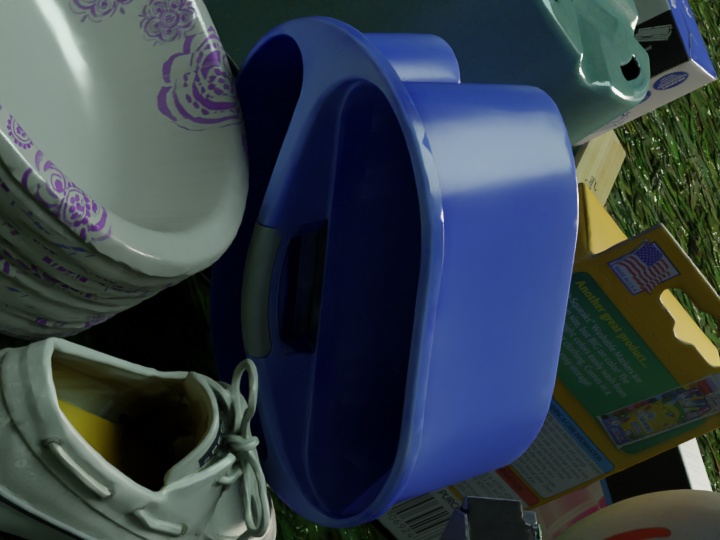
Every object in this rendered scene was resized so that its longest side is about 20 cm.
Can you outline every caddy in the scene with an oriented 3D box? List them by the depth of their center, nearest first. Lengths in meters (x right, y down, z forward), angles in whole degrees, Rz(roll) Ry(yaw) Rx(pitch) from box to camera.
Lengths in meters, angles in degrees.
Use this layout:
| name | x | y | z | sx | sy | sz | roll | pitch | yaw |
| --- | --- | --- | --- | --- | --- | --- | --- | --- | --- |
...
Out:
| name | x | y | z | sx | sy | sz | roll | pitch | yaw |
| --- | --- | --- | --- | --- | --- | --- | --- | --- | --- |
| caddy | 0.000 | 0.000 | 0.814 | 0.105 | 0.200 | 0.141 | -10 | 28 | -33 |

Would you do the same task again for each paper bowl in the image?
| name | x | y | z | sx | sy | sz | roll | pitch | yaw |
| --- | --- | --- | --- | --- | --- | --- | --- | --- | --- |
| paper bowl | -0.135 | -0.071 | 0.745 | 0.201 | 0.104 | 0.201 | 46 | 29 | -35 |

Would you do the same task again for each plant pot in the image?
| name | x | y | z | sx | sy | sz | roll | pitch | yaw |
| --- | --- | --- | --- | --- | --- | --- | --- | --- | --- |
| plant pot | 0.013 | -0.102 | 0.973 | 0.200 | 0.196 | 0.200 | 45 | 30 | -35 |

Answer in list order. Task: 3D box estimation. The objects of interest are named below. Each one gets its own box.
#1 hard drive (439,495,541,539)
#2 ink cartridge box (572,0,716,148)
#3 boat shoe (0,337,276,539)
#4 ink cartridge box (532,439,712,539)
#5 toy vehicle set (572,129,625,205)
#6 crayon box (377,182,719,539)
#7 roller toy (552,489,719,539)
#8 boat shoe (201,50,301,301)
| name | x | y | z | sx | sy | sz | roll | pitch | yaw |
| --- | --- | --- | --- | --- | --- | --- | --- | --- | --- |
| hard drive | 0.043 | 0.206 | 0.814 | 0.038 | 0.140 | 0.200 | 8 | 48 | -12 |
| ink cartridge box | 0.072 | -0.100 | 1.085 | 0.044 | 0.200 | 0.094 | 20 | 49 | -59 |
| boat shoe | -0.068 | 0.064 | 0.767 | 0.202 | 0.086 | 0.075 | 35 | 37 | -53 |
| ink cartridge box | 0.134 | 0.105 | 1.140 | 0.037 | 0.095 | 0.200 | 29 | 41 | -52 |
| toy vehicle set | 0.061 | -0.012 | 1.068 | 0.027 | 0.124 | 0.200 | 59 | 24 | -12 |
| crayon box | 0.074 | 0.043 | 0.945 | 0.126 | 0.200 | 0.052 | 47 | 28 | -34 |
| roller toy | 0.160 | 0.204 | 0.977 | 0.140 | 0.200 | 0.183 | 42 | 10 | -43 |
| boat shoe | -0.081 | -0.065 | 0.874 | 0.200 | 0.074 | 0.066 | 64 | 13 | -11 |
